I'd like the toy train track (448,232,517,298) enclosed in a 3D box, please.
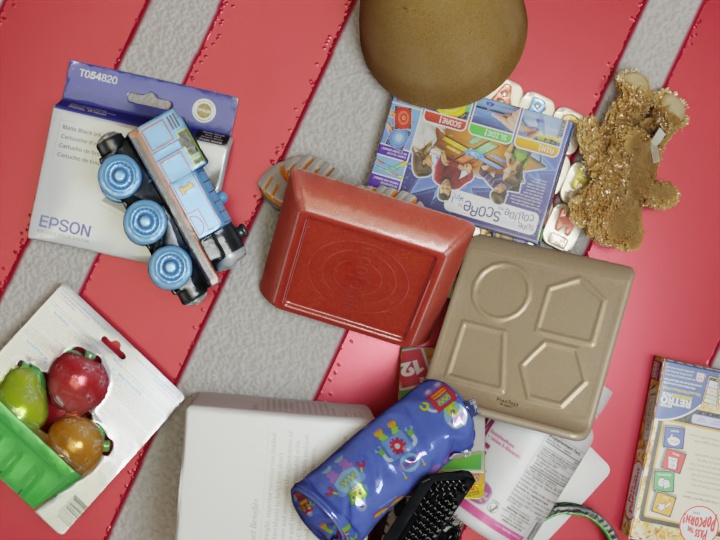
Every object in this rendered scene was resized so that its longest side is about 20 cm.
[{"bbox_3d":[0.156,-0.015,1.583,0.113,0.033,0.203,10,92,7],"label":"toy train track"}]

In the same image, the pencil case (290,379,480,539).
[{"bbox_3d":[0.028,0.189,1.403,0.199,0.078,0.087,-36,73,-21],"label":"pencil case"}]

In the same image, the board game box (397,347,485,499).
[{"bbox_3d":[0.085,0.158,1.516,0.094,0.201,0.030,0,133,5],"label":"board game box"}]

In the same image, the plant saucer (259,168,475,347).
[{"bbox_3d":[0.000,0.000,1.514,0.198,0.201,0.037,16,47,-3],"label":"plant saucer"}]

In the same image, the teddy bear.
[{"bbox_3d":[0.290,-0.120,1.574,0.143,0.067,0.203,9,88,-31],"label":"teddy bear"}]

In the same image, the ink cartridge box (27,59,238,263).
[{"bbox_3d":[-0.245,-0.113,1.565,0.197,0.041,0.203,11,91,-3],"label":"ink cartridge box"}]

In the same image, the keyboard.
[{"bbox_3d":[0.061,0.279,1.428,0.040,0.103,0.201,51,126,33],"label":"keyboard"}]

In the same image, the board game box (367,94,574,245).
[{"bbox_3d":[0.118,-0.120,1.557,0.198,0.034,0.137,18,91,13],"label":"board game box"}]

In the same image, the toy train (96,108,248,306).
[{"bbox_3d":[-0.196,-0.066,1.509,0.113,0.087,0.202,-30,94,-8],"label":"toy train"}]

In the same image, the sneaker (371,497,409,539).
[{"bbox_3d":[0.041,0.261,1.574,0.075,0.116,0.202,0,126,-19],"label":"sneaker"}]

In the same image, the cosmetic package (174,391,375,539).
[{"bbox_3d":[-0.090,0.223,1.517,0.197,0.165,0.167,5,90,-3],"label":"cosmetic package"}]

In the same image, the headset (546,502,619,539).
[{"bbox_3d":[0.222,0.357,1.568,0.122,0.094,0.203,7,91,-2],"label":"headset"}]

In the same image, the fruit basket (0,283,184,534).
[{"bbox_3d":[-0.322,0.149,1.557,0.185,0.094,0.200,42,74,-3],"label":"fruit basket"}]

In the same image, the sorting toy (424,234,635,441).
[{"bbox_3d":[0.176,0.068,1.504,0.183,0.037,0.202,13,69,22],"label":"sorting toy"}]

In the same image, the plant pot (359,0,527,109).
[{"bbox_3d":[0.078,-0.289,1.472,0.184,0.200,0.189,-2,75,7],"label":"plant pot"}]

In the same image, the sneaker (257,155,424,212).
[{"bbox_3d":[-0.023,-0.059,1.554,0.198,0.078,0.079,23,56,19],"label":"sneaker"}]

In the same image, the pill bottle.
[{"bbox_3d":[0.178,0.190,1.540,0.113,0.113,0.201,32,89,-3],"label":"pill bottle"}]

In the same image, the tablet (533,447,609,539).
[{"bbox_3d":[0.168,0.199,1.603,0.200,0.014,0.130,44,89,-2],"label":"tablet"}]

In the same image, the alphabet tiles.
[{"bbox_3d":[0.163,-0.103,1.596,0.198,0.015,0.198,25,90,-2],"label":"alphabet tiles"}]

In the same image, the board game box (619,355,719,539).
[{"bbox_3d":[0.383,0.209,1.595,0.149,0.046,0.203,12,91,-3],"label":"board game box"}]
